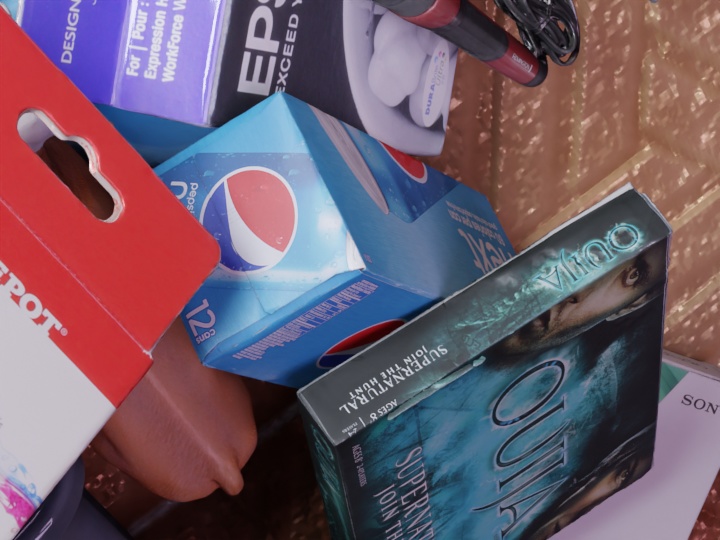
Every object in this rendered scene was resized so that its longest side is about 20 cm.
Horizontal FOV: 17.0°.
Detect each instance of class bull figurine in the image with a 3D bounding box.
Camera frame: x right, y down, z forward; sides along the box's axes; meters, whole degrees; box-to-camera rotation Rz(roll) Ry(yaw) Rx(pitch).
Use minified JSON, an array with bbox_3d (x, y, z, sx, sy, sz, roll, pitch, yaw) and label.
[{"bbox_3d":[-0.103,-0.004,0.819,0.065,0.121,0.200,-34,119,-12],"label":"bull figurine"}]

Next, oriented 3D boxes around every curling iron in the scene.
[{"bbox_3d":[0.016,-0.103,0.804,0.200,0.026,0.050,14,67,-53],"label":"curling iron"}]

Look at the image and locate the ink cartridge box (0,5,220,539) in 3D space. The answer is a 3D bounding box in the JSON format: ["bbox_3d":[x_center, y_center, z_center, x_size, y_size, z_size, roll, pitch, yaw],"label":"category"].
[{"bbox_3d":[-0.143,0.030,0.675,0.116,0.067,0.200,48,60,-19],"label":"ink cartridge box"}]

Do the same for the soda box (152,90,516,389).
[{"bbox_3d":[0.000,0.000,0.832,0.064,0.068,0.200,-30,162,15],"label":"soda box"}]

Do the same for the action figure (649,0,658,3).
[{"bbox_3d":[0.120,-0.193,0.875,0.119,0.102,0.200,-47,169,-39],"label":"action figure"}]

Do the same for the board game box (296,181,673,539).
[{"bbox_3d":[0.048,0.058,0.864,0.135,0.028,0.200,-32,155,-11],"label":"board game box"}]

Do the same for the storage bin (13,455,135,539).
[{"bbox_3d":[-0.147,0.145,0.849,0.200,0.146,0.134,-49,130,-4],"label":"storage bin"}]

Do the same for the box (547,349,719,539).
[{"bbox_3d":[0.061,0.115,0.989,0.144,0.036,0.200,19,97,-29],"label":"box"}]

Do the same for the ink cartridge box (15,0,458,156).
[{"bbox_3d":[-0.023,-0.143,0.790,0.200,0.043,0.199,2,98,-56],"label":"ink cartridge box"}]

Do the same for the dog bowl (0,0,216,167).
[{"bbox_3d":[-0.095,-0.117,0.827,0.111,0.050,0.200,-41,120,-8],"label":"dog bowl"}]
